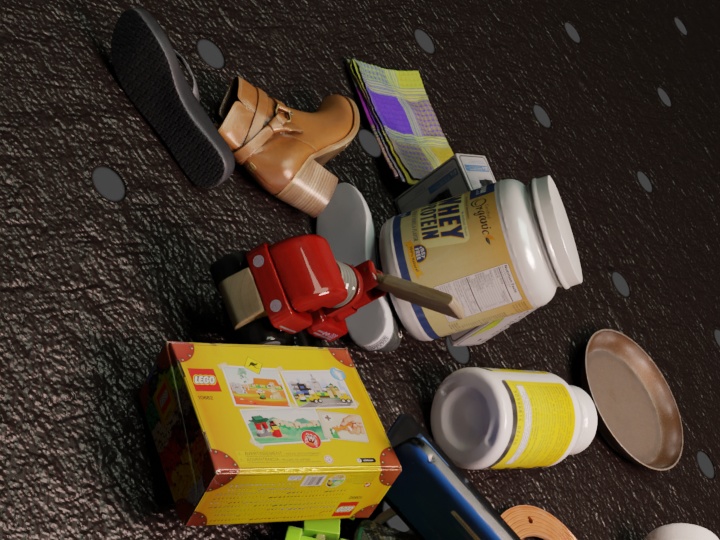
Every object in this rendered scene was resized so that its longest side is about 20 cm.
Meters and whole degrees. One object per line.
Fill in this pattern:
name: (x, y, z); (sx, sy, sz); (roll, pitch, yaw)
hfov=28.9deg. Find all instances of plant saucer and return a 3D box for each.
plant saucer: (0.353, 0.175, 1.848); (0.199, 0.032, 0.202); (29, 44, -33)

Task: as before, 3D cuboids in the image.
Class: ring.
ring: (0.206, 0.359, 1.548); (0.199, 0.019, 0.202); (30, 42, -31)

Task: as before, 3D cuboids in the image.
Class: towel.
towel: (0.064, -0.184, 1.784); (0.143, 0.023, 0.202); (6, 54, -46)

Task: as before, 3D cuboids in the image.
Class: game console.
game console: (0.109, 0.223, 1.354); (0.200, 0.171, 0.118); (47, 58, -2)

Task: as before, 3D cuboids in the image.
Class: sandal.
sandal: (-0.196, -0.180, 1.460); (0.202, 0.076, 0.043); (62, 37, -10)

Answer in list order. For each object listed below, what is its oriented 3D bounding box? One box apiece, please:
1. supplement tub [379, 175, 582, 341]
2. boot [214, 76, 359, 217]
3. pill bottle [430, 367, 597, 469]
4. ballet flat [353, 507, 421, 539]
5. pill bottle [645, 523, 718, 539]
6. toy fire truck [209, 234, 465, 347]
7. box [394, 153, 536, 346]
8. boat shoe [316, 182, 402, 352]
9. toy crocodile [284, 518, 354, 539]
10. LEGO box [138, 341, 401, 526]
supplement tub: (0.133, -0.016, 1.540); (0.144, 0.198, 0.146); (-18, 90, -76)
boot: (-0.084, -0.170, 1.579); (0.154, 0.074, 0.201); (36, 38, -19)
pill bottle: (0.181, 0.169, 1.587); (0.198, 0.111, 0.113); (7, 58, -45)
ballet flat: (0.067, 0.265, 1.410); (0.199, 0.072, 0.073); (4, 60, -46)
pill bottle: (0.373, 0.403, 1.613); (0.113, 0.113, 0.201); (38, 40, -22)
toy fire truck: (-0.018, 0.024, 1.364); (0.130, 0.198, 0.176); (67, 13, 18)
box: (0.130, -0.024, 1.673); (0.060, 0.116, 0.202); (-1, 64, -49)
boat shoe: (0.000, 0.000, 1.557); (0.056, 0.068, 0.202); (30, 42, -57)
toy crocodile: (-0.038, 0.244, 1.322); (0.067, 0.062, 0.201); (13, 39, -1)
LEGO box: (-0.082, 0.146, 1.271); (0.198, 0.078, 0.150); (5, 43, -34)
